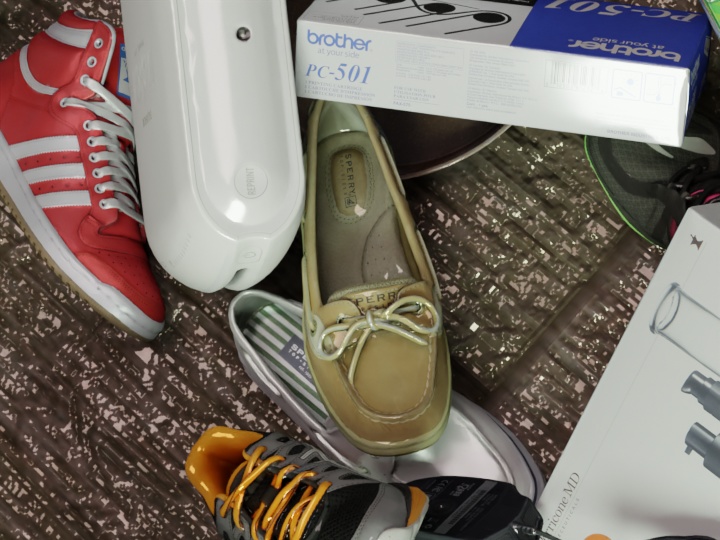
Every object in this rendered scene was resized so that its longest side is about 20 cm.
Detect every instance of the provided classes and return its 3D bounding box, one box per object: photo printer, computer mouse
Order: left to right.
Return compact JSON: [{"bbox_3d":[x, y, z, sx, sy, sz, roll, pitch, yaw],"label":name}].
[{"bbox_3d":[-0.078,-0.090,1.376,0.069,0.166,0.201,-5,85,-14],"label":"photo printer"},{"bbox_3d":[0.089,0.135,1.277,0.199,0.034,0.059,9,31,38],"label":"computer mouse"}]

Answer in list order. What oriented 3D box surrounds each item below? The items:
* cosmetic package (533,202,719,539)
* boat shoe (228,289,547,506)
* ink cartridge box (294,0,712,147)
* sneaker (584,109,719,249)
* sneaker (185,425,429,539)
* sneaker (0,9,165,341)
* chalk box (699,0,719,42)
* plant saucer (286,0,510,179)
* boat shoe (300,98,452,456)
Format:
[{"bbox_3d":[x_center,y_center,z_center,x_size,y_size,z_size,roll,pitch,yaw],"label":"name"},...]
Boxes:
[{"bbox_3d":[0.180,0.091,1.267,0.151,0.052,0.201,37,115,29],"label":"cosmetic package"},{"bbox_3d":[0.006,0.077,1.372,0.199,0.067,0.074,30,83,26],"label":"boat shoe"},{"bbox_3d":[0.074,-0.110,1.358,0.199,0.094,0.044,8,114,11],"label":"ink cartridge box"},{"bbox_3d":[0.187,-0.024,1.333,0.077,0.084,0.200,-44,61,-1],"label":"sneaker"},{"bbox_3d":[-0.030,0.120,1.289,0.077,0.200,0.079,33,81,-19],"label":"sneaker"},{"bbox_3d":[-0.139,-0.061,1.471,0.112,0.071,0.200,-41,61,5],"label":"sneaker"},{"bbox_3d":[0.223,-0.145,1.284,0.123,0.200,0.125,-27,31,9],"label":"chalk box"},{"bbox_3d":[0.023,-0.137,1.462,0.199,0.034,0.202,-7,70,18],"label":"plant saucer"},{"bbox_3d":[0.002,-0.001,1.345,0.073,0.063,0.202,-8,55,2],"label":"boat shoe"}]
